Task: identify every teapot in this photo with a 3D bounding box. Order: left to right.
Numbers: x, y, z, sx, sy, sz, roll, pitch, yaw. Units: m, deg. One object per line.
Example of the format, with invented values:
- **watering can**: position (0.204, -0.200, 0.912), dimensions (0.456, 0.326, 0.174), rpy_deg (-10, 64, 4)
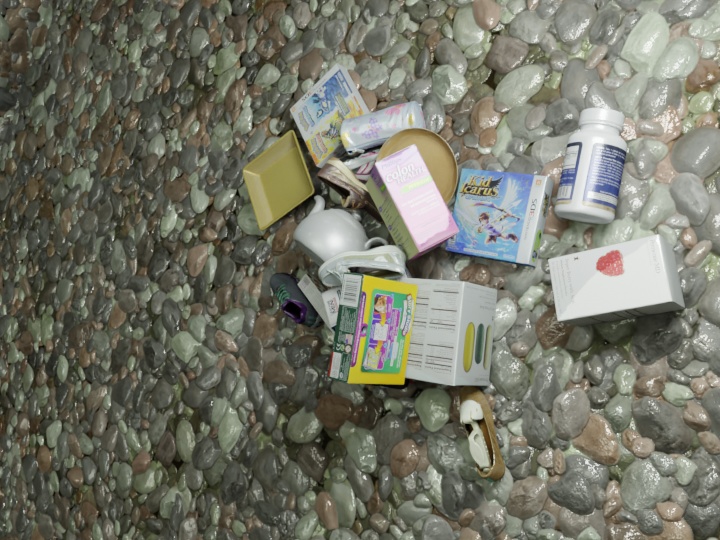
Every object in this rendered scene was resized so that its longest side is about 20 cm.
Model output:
- **teapot**: position (-0.047, -0.072, 1.616), dimensions (0.146, 0.200, 0.197), rpy_deg (-48, 14, -7)

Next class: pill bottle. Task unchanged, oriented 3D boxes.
- **pill bottle**: position (0.440, -0.197, 1.314), dimensions (0.110, 0.111, 0.202), rpy_deg (11, 89, 36)

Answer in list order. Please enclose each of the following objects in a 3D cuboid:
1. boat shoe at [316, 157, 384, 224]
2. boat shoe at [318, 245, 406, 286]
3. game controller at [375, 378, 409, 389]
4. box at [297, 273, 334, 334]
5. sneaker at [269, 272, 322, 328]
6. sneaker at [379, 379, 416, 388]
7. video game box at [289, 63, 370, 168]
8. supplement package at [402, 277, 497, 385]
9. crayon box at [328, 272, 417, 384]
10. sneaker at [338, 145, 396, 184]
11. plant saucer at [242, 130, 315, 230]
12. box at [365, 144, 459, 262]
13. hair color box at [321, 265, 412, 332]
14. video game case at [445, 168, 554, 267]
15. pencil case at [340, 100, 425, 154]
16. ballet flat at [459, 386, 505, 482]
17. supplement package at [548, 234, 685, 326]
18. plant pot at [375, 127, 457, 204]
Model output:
- **boat shoe**: position (-0.018, -0.170, 1.607), dimensions (0.072, 0.200, 0.072), rpy_deg (-50, 13, -21)
- **boat shoe**: position (0.001, 0.001, 1.489), dimensions (0.200, 0.075, 0.065), rpy_deg (-11, 50, 17)
- **game controller**: position (0.024, 0.201, 1.527), dimensions (0.199, 0.042, 0.105), rpy_deg (4, 110, 42)
- **box**: position (-0.083, 0.089, 1.688), dimensions (0.042, 0.039, 0.200), rpy_deg (-52, 58, 19)
- **sneaker**: position (-0.177, 0.065, 1.729), dimensions (0.200, 0.087, 0.075), rpy_deg (40, 106, 33)
- **sneaker**: position (0.082, 0.157, 1.539), dimensions (0.112, 0.071, 0.202), rpy_deg (-11, 84, 38)
- **video game box**: position (-0.075, -0.390, 1.758), dimensions (0.182, 0.047, 0.201), rpy_deg (-39, 62, 27)
- **supplement package**: position (0.175, 0.127, 1.425), dimensions (0.150, 0.151, 0.202), rpy_deg (3, 84, 37)
- **crayon box**: position (0.028, 0.115, 1.335), dimensions (0.058, 0.172, 0.202), rpy_deg (7, 87, 40)
- **sneaker**: position (0.016, -0.240, 1.660), dimensions (0.199, 0.080, 0.087), rpy_deg (-12, 113, 22)
- **plant saucer**: position (-0.206, -0.231, 1.824), dimensions (0.199, 0.048, 0.201), rpy_deg (-32, 66, 28)
- **box**: position (0.105, -0.134, 1.462), dimensions (0.096, 0.176, 0.201), rpy_deg (-27, 86, -8)
- **hair color box**: position (0.021, 0.057, 1.527), dimensions (0.199, 0.061, 0.100), rpy_deg (-27, 49, 11)
- **video game case**: position (0.287, -0.114, 1.452), dimensions (0.199, 0.045, 0.183), rpy_deg (12, 88, 37)
- **pencil case**: position (0.051, -0.330, 1.612), dimensions (0.199, 0.083, 0.091), rpy_deg (-11, 43, 22)
- **ballet flat**: position (0.235, 0.326, 1.400), dimensions (0.068, 0.072, 0.202), rpy_deg (-24, 69, 31)
- **supplement package**: position (0.462, 0.023, 1.257), dimensions (0.199, 0.119, 0.122), rpy_deg (-15, 73, 33)
- **plant pot**: position (0.127, -0.219, 1.561), dimensions (0.199, 0.027, 0.202), rpy_deg (6, 103, 25)
